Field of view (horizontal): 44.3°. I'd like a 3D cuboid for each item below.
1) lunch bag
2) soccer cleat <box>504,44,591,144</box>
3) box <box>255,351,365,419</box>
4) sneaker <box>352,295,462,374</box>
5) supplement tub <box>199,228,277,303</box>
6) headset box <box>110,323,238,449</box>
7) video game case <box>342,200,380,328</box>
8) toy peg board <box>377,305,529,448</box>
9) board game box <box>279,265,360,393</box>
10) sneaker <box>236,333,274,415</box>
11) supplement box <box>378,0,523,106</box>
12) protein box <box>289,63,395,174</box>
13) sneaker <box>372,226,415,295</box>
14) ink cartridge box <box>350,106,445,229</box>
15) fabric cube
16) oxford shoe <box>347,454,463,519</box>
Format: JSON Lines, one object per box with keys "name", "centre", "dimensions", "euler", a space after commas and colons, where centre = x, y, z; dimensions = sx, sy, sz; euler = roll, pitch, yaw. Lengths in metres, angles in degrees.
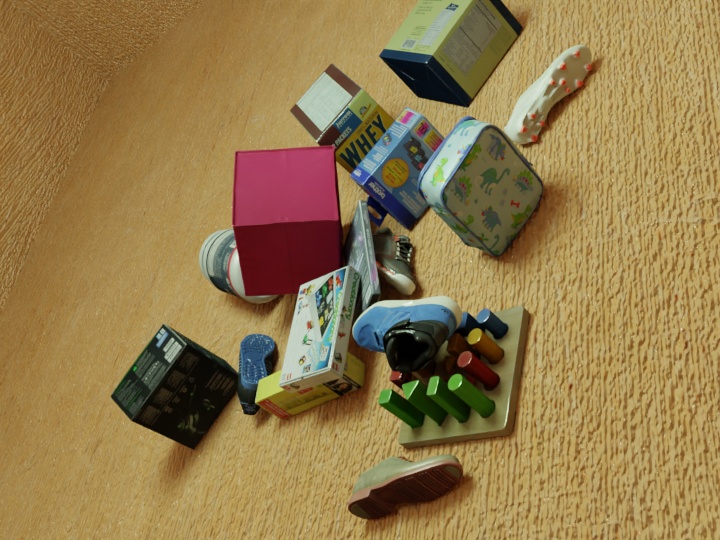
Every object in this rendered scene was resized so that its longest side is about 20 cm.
{"name": "lunch bag", "centre": [0.192, -0.132, 1.385], "dimensions": [0.162, 0.200, 0.082], "euler": [-55, 39, -4]}
{"name": "soccer cleat", "centre": [0.320, -0.309, 1.530], "dimensions": [0.201, 0.069, 0.078], "euler": [-52, 29, 4]}
{"name": "box", "centre": [-0.089, 0.195, 1.531], "dimensions": [0.198, 0.075, 0.051], "euler": [-25, 41, 33]}
{"name": "sneaker", "centre": [0.047, 0.101, 1.298], "dimensions": [0.198, 0.077, 0.111], "euler": [-11, 24, 39]}
{"name": "supplement tub", "centre": [-0.247, -0.014, 1.874], "dimensions": [0.199, 0.140, 0.141], "euler": [14, 69, 56]}
{"name": "headset box", "centre": [-0.346, 0.229, 1.712], "dimensions": [0.092, 0.200, 0.175], "euler": [33, 85, 41]}
{"name": "video game case", "centre": [0.000, 0.000, 1.557], "dimensions": [0.144, 0.019, 0.202], "euler": [110, 158, -51]}
{"name": "toy peg board", "centre": [0.128, 0.138, 1.294], "dimensions": [0.198, 0.098, 0.201], "euler": [-17, 45, 41]}
{"name": "board game box", "centre": [-0.068, 0.099, 1.495], "dimensions": [0.125, 0.034, 0.202], "euler": [-21, 46, 40]}
{"name": "sneaker", "centre": [-0.203, 0.194, 1.682], "dimensions": [0.201, 0.069, 0.079], "euler": [-89, 9, -66]}
{"name": "supplement box", "centre": [0.180, -0.463, 1.789], "dimensions": [0.201, 0.134, 0.200], "euler": [-53, 32, -4]}
{"name": "protein box", "centre": [-0.008, -0.281, 1.784], "dimensions": [0.135, 0.198, 0.200], "euler": [-46, 32, 7]}
{"name": "sneaker", "centre": [0.059, -0.029, 1.572], "dimensions": [0.082, 0.077, 0.200], "euler": [-42, 33, 1]}
{"name": "ink cartridge box", "centre": [0.077, -0.176, 1.631], "dimensions": [0.200, 0.136, 0.076], "euler": [-49, 27, 2]}
{"name": "fabric cube", "centre": [-0.133, -0.093, 1.671], "dimensions": [0.197, 0.201, 0.198], "euler": [-2, 49, -1]}
{"name": "oxford shoe", "centre": [0.061, 0.288, 1.256], "dimensions": [0.199, 0.070, 0.075], "euler": [-27, 34, 32]}
